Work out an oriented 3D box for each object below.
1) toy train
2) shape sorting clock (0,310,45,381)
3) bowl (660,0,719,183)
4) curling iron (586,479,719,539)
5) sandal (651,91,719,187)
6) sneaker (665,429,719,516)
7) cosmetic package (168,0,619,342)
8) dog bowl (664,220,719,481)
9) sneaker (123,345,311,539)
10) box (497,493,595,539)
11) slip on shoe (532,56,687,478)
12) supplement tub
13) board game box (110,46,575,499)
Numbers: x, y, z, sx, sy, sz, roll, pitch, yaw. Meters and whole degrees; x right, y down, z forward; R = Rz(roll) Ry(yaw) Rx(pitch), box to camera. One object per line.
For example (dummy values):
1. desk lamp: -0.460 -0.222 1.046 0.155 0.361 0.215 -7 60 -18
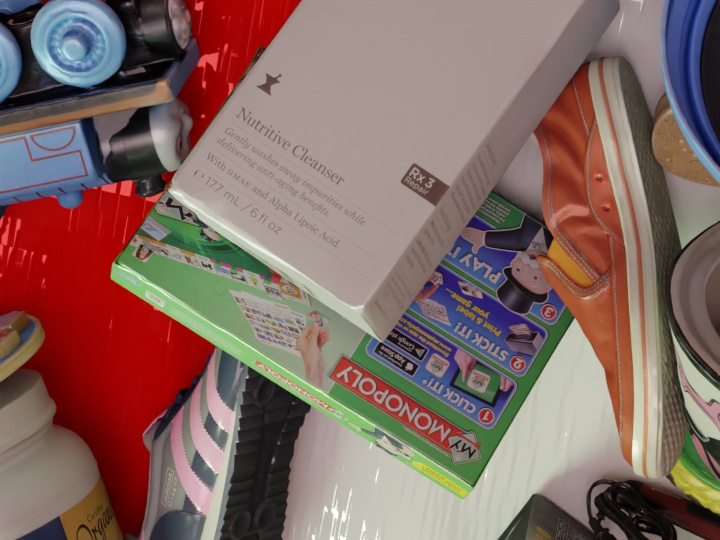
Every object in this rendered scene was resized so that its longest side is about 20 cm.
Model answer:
1. toy train: -0.172 -0.080 1.221 0.200 0.087 0.114 -10 112 11
2. shape sorting clock: -0.247 0.065 1.210 0.200 0.200 0.039 -14 104 14
3. bowl: 0.234 -0.098 1.104 0.200 0.039 0.201 -4 68 10
4. curling iron: 0.201 0.148 1.210 0.200 0.050 0.026 19 151 19
5. sandal: 0.238 -0.046 1.142 0.212 0.070 0.078 1 131 11
6. sneaker: 0.241 0.099 1.192 0.200 0.074 0.084 22 112 5
7. cosmetic package: 0.019 -0.082 1.136 0.113 0.081 0.200 32 86 13
8. dog bowl: 0.234 0.048 1.123 0.200 0.200 0.074 9 125 8
9. sneaker: -0.073 0.069 1.253 0.082 0.070 0.200 21 99 35
10. box: 0.049 0.213 1.195 0.048 0.200 0.158 35 110 -4
11. slip on shoe: 0.117 0.000 1.173 0.061 0.074 0.200 -14 81 20
12. supplement tub: -0.186 0.163 1.256 0.144 0.144 0.200 -15 102 15
13. board game box: 0.000 0.000 1.196 0.200 0.029 0.135 33 72 1
